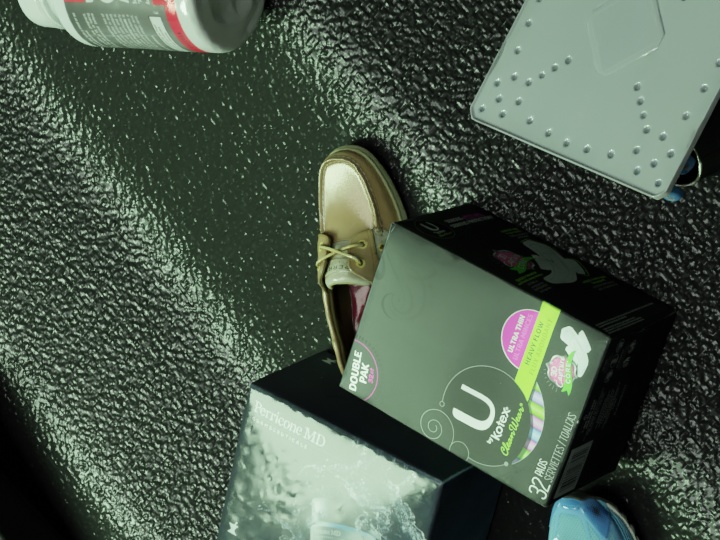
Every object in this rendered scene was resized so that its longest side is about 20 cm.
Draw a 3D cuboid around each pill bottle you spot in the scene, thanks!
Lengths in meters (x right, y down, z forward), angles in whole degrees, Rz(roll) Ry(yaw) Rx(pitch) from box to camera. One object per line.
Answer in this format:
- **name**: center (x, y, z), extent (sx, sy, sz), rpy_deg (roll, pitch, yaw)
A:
- **pill bottle**: center (-0.187, -0.240, 1.762), extent (0.199, 0.110, 0.112), rpy_deg (6, 106, 33)

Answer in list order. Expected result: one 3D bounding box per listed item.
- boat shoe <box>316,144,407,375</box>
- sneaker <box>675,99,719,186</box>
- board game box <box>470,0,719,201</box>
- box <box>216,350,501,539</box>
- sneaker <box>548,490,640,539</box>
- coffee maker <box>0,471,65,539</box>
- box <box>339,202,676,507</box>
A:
- **boat shoe**: center (0.000, 0.000, 1.725), extent (0.074, 0.066, 0.202), rpy_deg (-9, 97, 35)
- **sneaker**: center (0.189, -0.129, 1.537), extent (0.199, 0.106, 0.075), rpy_deg (30, 117, 25)
- **board game box**: center (0.192, -0.165, 1.486), extent (0.199, 0.026, 0.201), rpy_deg (28, 91, 46)
- **box**: center (-0.004, 0.204, 1.751), extent (0.196, 0.117, 0.202), rpy_deg (25, 114, 27)
- **sneaker**: center (0.172, 0.272, 1.664), extent (0.078, 0.090, 0.202), rpy_deg (5, 104, 33)
- **coffee maker**: center (-0.374, 0.218, 1.991), extent (0.200, 0.192, 0.134), rpy_deg (51, 149, -13)
- **box**: center (0.111, 0.060, 1.626), extent (0.199, 0.124, 0.150), rpy_deg (29, 113, 26)
